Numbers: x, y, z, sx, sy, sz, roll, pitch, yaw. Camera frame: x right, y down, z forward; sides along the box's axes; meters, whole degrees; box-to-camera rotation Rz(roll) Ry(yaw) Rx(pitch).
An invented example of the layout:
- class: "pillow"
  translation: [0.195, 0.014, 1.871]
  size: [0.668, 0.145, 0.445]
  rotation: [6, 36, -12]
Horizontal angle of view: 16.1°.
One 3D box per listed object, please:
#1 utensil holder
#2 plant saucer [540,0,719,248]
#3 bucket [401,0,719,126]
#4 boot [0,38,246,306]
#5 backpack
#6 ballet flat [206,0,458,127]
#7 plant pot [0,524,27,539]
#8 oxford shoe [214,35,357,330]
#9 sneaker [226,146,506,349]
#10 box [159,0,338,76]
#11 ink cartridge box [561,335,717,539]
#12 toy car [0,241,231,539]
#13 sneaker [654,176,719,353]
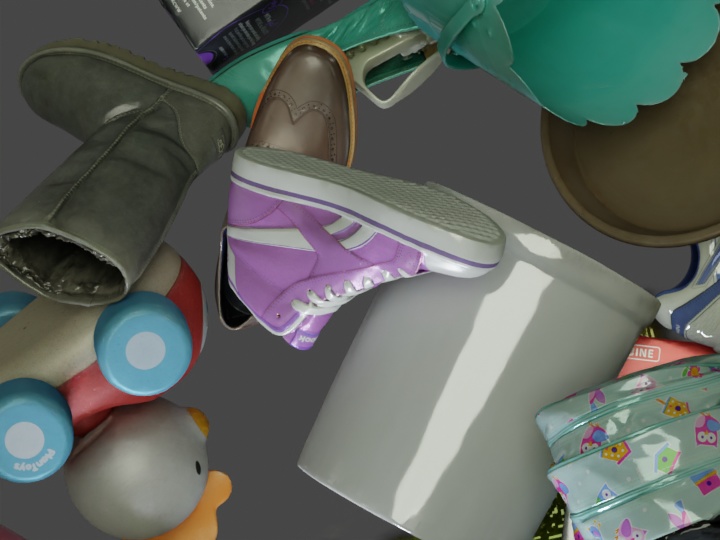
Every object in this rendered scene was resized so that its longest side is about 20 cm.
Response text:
- class: "utensil holder"
  translation: [0.071, 0.070, 1.620]
  size: [0.169, 0.170, 0.201]
  rotation: [27, 88, 7]
- class: "plant saucer"
  translation: [0.212, -0.106, 1.657]
  size: [0.199, 0.029, 0.202]
  rotation: [-11, 65, 26]
- class: "bucket"
  translation: [0.127, -0.202, 1.606]
  size: [0.135, 0.207, 0.208]
  rotation: [32, 87, 45]
- class: "boot"
  translation: [-0.183, -0.062, 1.634]
  size: [0.181, 0.073, 0.200]
  rotation: [11, 44, 23]
- class: "backpack"
  translation: [0.190, 0.118, 1.527]
  size: [0.166, 0.199, 0.127]
  rotation: [-33, 76, 30]
- class: "ballet flat"
  translation: [-0.013, -0.132, 1.690]
  size: [0.199, 0.067, 0.071]
  rotation: [-27, 61, 1]
- class: "plant pot"
  translation: [-0.213, 0.288, 1.621]
  size: [0.178, 0.200, 0.201]
  rotation: [32, 88, -9]
- class: "oxford shoe"
  translation: [-0.050, -0.052, 1.651]
  size: [0.071, 0.073, 0.201]
  rotation: [16, 112, 7]
- class: "sneaker"
  translation: [0.000, 0.000, 1.565]
  size: [0.200, 0.072, 0.115]
  rotation: [18, 105, 37]
- class: "box"
  translation: [-0.048, -0.230, 1.679]
  size: [0.199, 0.122, 0.106]
  rotation: [-33, 82, 1]
- class: "ink cartridge box"
  translation: [0.235, 0.136, 1.662]
  size: [0.198, 0.045, 0.178]
  rotation: [6, 86, 5]
- class: "toy car"
  translation: [-0.145, 0.098, 1.658]
  size: [0.176, 0.184, 0.200]
  rotation: [-36, 113, 3]
- class: "sneaker"
  translation: [0.248, -0.048, 1.661]
  size: [0.087, 0.075, 0.202]
  rotation: [17, 86, 4]
